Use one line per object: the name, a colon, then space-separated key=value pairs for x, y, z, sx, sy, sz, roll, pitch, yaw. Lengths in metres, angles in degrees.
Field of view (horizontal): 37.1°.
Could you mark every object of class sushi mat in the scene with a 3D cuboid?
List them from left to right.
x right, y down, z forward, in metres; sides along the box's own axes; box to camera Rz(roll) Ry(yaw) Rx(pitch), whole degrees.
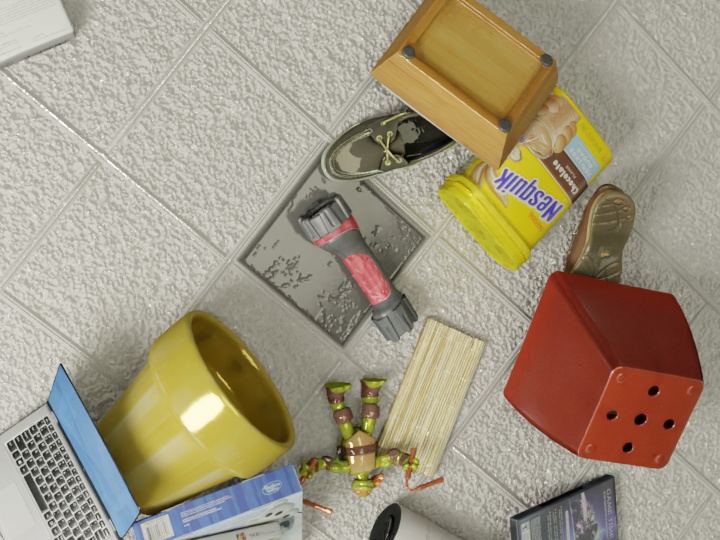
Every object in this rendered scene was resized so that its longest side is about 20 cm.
sushi mat: x=0.093 y=0.173 z=1.445 sx=0.094 sy=0.012 sz=0.203 roll=21 pitch=91 yaw=-19

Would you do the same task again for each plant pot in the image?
plant pot: x=-0.208 y=0.183 z=1.271 sx=0.188 sy=0.201 sz=0.201 roll=-38 pitch=107 yaw=7
plant pot: x=0.330 y=0.145 z=1.398 sx=0.197 sy=0.177 sz=0.203 roll=10 pitch=114 yaw=-18

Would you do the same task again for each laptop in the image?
laptop: x=-0.353 y=0.242 z=1.214 sx=0.198 sy=0.116 sz=0.189 roll=-33 pitch=78 yaw=2

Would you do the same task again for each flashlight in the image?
flashlight: x=0.000 y=0.000 z=1.363 sx=0.067 sy=0.068 sz=0.201 roll=-36 pitch=105 yaw=-10

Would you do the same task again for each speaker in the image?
speaker: x=0.108 y=0.391 z=1.445 sx=0.198 sy=0.081 sz=0.082 roll=32 pitch=88 yaw=-19

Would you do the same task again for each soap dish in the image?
soap dish: x=0.134 y=-0.245 z=1.319 sx=0.199 sy=0.081 sz=0.158 roll=36 pitch=69 yaw=0

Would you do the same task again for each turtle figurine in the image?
turtle figurine: x=0.008 y=0.225 z=1.400 sx=0.196 sy=0.064 sz=0.164 roll=-4 pitch=91 yaw=-7

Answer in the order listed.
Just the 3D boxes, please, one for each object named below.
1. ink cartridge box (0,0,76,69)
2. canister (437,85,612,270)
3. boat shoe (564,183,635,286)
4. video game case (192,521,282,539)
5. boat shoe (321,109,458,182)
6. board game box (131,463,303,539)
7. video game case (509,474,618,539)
ink cartridge box: x=-0.432 y=-0.329 z=1.203 sx=0.161 sy=0.057 sz=0.203 roll=-24 pitch=96 yaw=-12
canister: x=0.218 y=-0.124 z=1.403 sx=0.200 sy=0.086 sz=0.149 roll=-47 pitch=108 yaw=-7
boat shoe: x=0.316 y=-0.021 z=1.454 sx=0.071 sy=0.068 sz=0.203 roll=11 pitch=112 yaw=-7
video game case: x=-0.206 y=0.367 z=1.280 sx=0.179 sy=0.201 sz=0.023 roll=-5 pitch=55 yaw=-32
boat shoe: x=0.046 y=-0.164 z=1.357 sx=0.199 sy=0.060 sz=0.073 roll=-21 pitch=103 yaw=-13
board game box: x=-0.167 y=0.322 z=1.304 sx=0.197 sy=0.200 sz=0.044 roll=-18 pitch=60 yaw=-14
video game case: x=0.288 y=0.382 z=1.496 sx=0.198 sy=0.019 sz=0.146 roll=-13 pitch=102 yaw=-36
